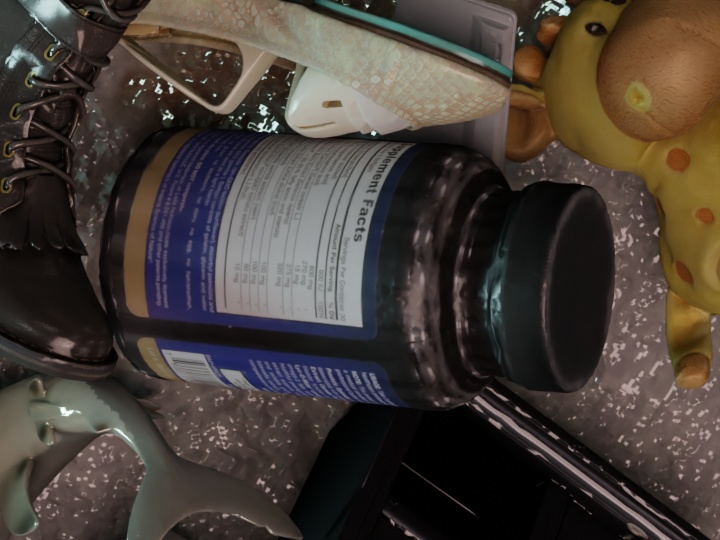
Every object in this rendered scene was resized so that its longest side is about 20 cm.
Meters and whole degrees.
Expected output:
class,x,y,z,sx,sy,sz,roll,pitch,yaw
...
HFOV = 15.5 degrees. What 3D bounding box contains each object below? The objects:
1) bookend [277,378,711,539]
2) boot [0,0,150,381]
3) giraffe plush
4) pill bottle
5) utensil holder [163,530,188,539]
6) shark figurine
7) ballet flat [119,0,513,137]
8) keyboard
class,x,y,z,sx,sy,sz,roll,pitch,yaw
bookend,0.056,0.167,1.161,0.198,0.200,0.092,37,131,-8
boot,-0.126,-0.075,1.081,0.069,0.200,0.174,2,133,-52
giraffe plush,0.152,-0.068,1.143,0.162,0.173,0.200,44,138,-9
pill bottle,0.000,0.000,1.116,0.199,0.112,0.112,5,115,24
utensil holder,-0.125,0.239,1.214,0.200,0.170,0.170,-39,111,8
shark figurine,-0.114,0.073,1.177,0.089,0.214,0.129,-1,85,-40
ballet flat,-0.030,-0.087,1.108,0.199,0.067,0.063,23,89,22
keyboard,0.036,-0.036,1.160,0.056,0.011,0.201,25,133,26
